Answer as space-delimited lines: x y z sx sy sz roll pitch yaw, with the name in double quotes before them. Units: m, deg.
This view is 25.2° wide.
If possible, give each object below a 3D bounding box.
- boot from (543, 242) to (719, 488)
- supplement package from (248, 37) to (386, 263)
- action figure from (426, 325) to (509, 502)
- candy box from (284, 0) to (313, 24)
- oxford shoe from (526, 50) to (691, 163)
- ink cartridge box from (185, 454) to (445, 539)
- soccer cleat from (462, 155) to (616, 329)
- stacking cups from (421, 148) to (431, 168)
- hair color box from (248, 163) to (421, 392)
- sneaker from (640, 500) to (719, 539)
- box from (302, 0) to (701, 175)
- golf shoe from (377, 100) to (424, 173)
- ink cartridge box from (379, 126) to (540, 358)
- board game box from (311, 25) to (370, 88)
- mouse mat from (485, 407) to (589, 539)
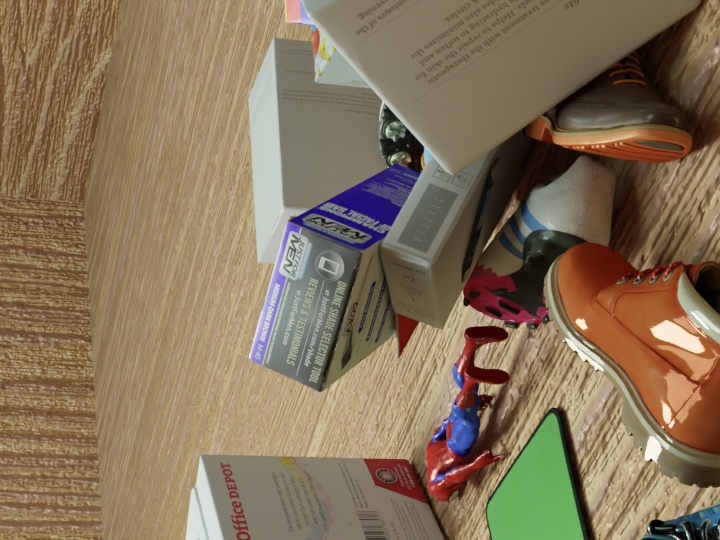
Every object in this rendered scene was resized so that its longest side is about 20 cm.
"boot" 0.180 0.024 0.958 0.200 0.075 0.107 -122 42 -49
"supplement package" -0.042 -0.117 1.626 0.117 0.117 0.200 123 148 -57
"action figure" 0.083 0.127 1.279 0.200 0.052 0.065 106 165 -49
"candy box" 0.021 -0.283 1.284 0.077 0.200 0.169 6 103 32
"oxford shoe" 0.160 -0.112 1.046 0.200 0.071 0.073 -148 68 -71
"ink cartridge box" -0.047 0.260 1.414 0.145 0.200 0.145 -115 33 -58
"soccer cleat" 0.132 -0.018 1.144 0.086 0.070 0.200 -68 8 -20
"stacking cups" 0.071 -0.103 1.248 0.200 0.060 0.061 91 171 -49
"hair color box" 0.000 0.000 1.161 0.200 0.065 0.109 -35 -35 -64
"sneaker" 0.193 0.156 0.838 0.200 0.090 0.078 120 149 -53
"box" 0.073 -0.216 1.045 0.199 0.171 0.200 -35 38 15
"golf shoe" 0.044 -0.110 1.323 0.200 0.077 0.088 86 167 -47
"ink cartridge box" 0.082 -0.046 1.175 0.200 0.045 0.176 -61 -19 -23
"board game box" 0.015 -0.281 1.493 0.103 0.105 0.200 128 141 -61
"mouse mat" 0.133 0.221 1.166 0.161 0.008 0.200 114 153 -50
